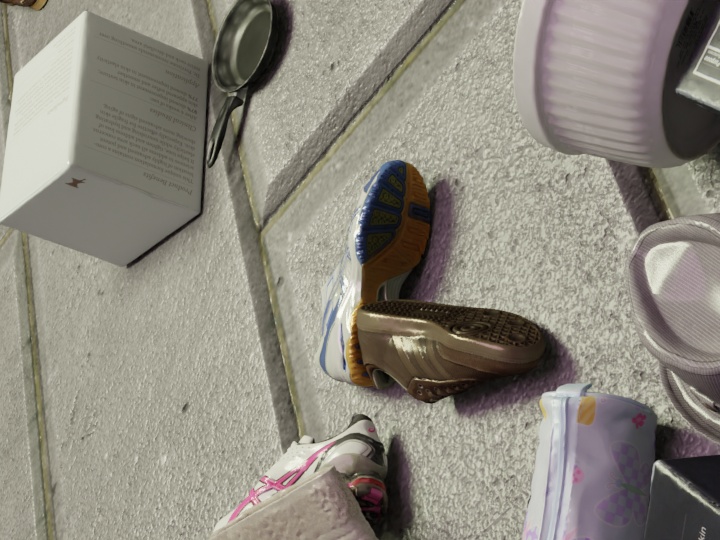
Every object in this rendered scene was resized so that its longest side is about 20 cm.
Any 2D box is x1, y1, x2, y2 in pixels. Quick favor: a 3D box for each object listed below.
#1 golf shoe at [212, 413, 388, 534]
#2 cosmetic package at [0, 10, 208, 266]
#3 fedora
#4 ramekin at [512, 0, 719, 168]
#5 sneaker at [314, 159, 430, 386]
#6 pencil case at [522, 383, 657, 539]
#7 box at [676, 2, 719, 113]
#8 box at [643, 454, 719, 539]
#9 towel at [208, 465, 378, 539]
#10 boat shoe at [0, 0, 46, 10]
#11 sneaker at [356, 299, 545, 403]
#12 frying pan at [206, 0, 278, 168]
[{"bbox_3d":[-0.051,0.193,1.511,0.200,0.073,0.092,-29,45,34],"label":"golf shoe"},{"bbox_3d":[-0.283,-0.143,1.938,0.166,0.167,0.200,-30,49,44],"label":"cosmetic package"},{"bbox_3d":[0.237,0.020,1.151,0.177,0.090,0.200,-59,34,17],"label":"fedora"},{"bbox_3d":[0.203,-0.165,1.209,0.105,0.200,0.200,24,94,32],"label":"ramekin"},{"bbox_3d":[0.000,0.000,1.530,0.088,0.075,0.200,-1,72,56],"label":"sneaker"},{"bbox_3d":[0.148,0.181,1.199,0.083,0.091,0.200,-8,66,54],"label":"pencil case"},{"bbox_3d":[0.329,-0.152,1.062,0.199,0.123,0.200,-63,33,8],"label":"box"},{"bbox_3d":[0.246,0.226,0.954,0.200,0.117,0.197,36,125,56],"label":"box"},{"bbox_3d":[-0.049,0.249,1.444,0.200,0.034,0.133,-33,92,41],"label":"towel"},{"bbox_3d":[-0.506,-0.419,2.507,0.200,0.070,0.071,22,93,59],"label":"boat shoe"},{"bbox_3d":[0.075,0.071,1.406,0.200,0.070,0.076,12,113,52],"label":"sneaker"},{"bbox_3d":[-0.121,-0.210,1.860,0.115,0.031,0.190,-31,53,45],"label":"frying pan"}]
